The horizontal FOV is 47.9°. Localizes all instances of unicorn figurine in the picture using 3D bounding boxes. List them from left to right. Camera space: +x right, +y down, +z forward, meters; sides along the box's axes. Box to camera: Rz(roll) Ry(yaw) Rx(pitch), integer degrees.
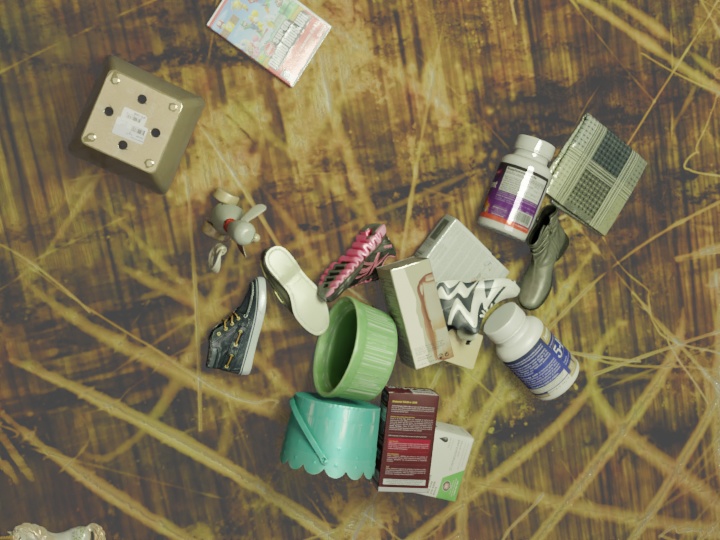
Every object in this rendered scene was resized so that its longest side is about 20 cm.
[{"bbox_3d":[-0.593,0.545,1.577,0.198,0.074,0.139,-14,91,-25],"label":"unicorn figurine"}]

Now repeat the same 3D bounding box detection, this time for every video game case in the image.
[{"bbox_3d":[-0.174,-0.469,1.555,0.199,0.017,0.144,33,90,-15],"label":"video game case"}]

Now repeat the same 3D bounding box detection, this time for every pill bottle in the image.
[{"bbox_3d":[0.326,-0.171,1.665,0.111,0.111,0.202,21,92,-15],"label":"pill bottle"},{"bbox_3d":[0.358,0.168,1.715,0.120,0.120,0.200,-46,105,-3],"label":"pill bottle"}]

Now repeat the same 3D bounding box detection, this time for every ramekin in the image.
[{"bbox_3d":[-0.009,0.160,1.593,0.097,0.200,0.202,17,94,-22],"label":"ramekin"}]

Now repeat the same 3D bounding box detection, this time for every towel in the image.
[{"bbox_3d":[0.503,-0.203,1.749,0.192,0.035,0.201,32,87,-18],"label":"towel"}]

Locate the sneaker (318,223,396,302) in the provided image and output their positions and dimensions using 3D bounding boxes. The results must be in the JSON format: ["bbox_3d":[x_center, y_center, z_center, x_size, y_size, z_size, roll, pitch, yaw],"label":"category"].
[{"bbox_3d":[0.000,0.000,1.623,0.200,0.079,0.096,-47,121,-18],"label":"sneaker"}]

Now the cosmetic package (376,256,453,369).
[{"bbox_3d":[0.106,0.081,1.587,0.086,0.103,0.202,-17,98,-13],"label":"cosmetic package"}]

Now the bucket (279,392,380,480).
[{"bbox_3d":[-0.057,0.322,1.602,0.205,0.207,0.136,10,86,-14],"label":"bucket"}]

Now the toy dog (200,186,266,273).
[{"bbox_3d":[-0.227,-0.080,1.525,0.096,0.201,0.132,19,119,-31],"label":"toy dog"}]

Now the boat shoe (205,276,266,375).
[{"bbox_3d":[-0.244,0.106,1.589,0.090,0.071,0.202,11,97,-18],"label":"boat shoe"}]

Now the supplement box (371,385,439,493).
[{"bbox_3d":[0.088,0.337,1.620,0.108,0.061,0.202,6,95,-14],"label":"supplement box"}]

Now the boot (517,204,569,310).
[{"bbox_3d":[0.364,-0.029,1.677,0.201,0.067,0.131,-64,145,-14],"label":"boot"}]

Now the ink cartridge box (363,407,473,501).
[{"bbox_3d":[0.118,0.388,1.708,0.198,0.084,0.147,15,93,-15],"label":"ink cartridge box"}]

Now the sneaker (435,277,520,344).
[{"bbox_3d":[0.239,0.085,1.652,0.197,0.079,0.131,0,82,-26],"label":"sneaker"}]

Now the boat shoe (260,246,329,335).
[{"bbox_3d":[-0.131,0.040,1.614,0.072,0.060,0.203,-38,105,-21],"label":"boat shoe"}]

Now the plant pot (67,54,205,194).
[{"bbox_3d":[-0.403,-0.263,1.448,0.198,0.177,0.202,24,91,-15],"label":"plant pot"}]

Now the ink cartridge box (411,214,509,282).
[{"bbox_3d":[0.199,0.004,1.705,0.200,0.057,0.163,40,87,-36],"label":"ink cartridge box"}]

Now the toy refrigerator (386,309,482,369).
[{"bbox_3d":[0.146,0.139,1.690,0.198,0.070,0.077,19,87,-16],"label":"toy refrigerator"}]
